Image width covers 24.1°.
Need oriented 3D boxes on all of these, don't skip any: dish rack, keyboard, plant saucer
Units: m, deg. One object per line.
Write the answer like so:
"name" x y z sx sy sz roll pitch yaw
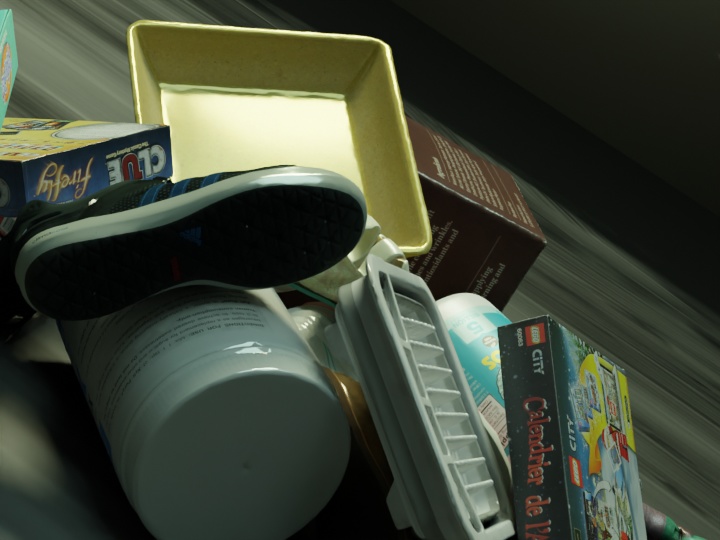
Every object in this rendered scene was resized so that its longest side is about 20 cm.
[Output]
"dish rack" 0.035 0.084 0.978 0.200 0.043 0.173 19 49 -76
"keyboard" -0.204 -0.011 1.043 0.039 0.105 0.200 30 18 6
"plant saucer" -0.064 -0.082 1.187 0.199 0.049 0.201 2 53 -18

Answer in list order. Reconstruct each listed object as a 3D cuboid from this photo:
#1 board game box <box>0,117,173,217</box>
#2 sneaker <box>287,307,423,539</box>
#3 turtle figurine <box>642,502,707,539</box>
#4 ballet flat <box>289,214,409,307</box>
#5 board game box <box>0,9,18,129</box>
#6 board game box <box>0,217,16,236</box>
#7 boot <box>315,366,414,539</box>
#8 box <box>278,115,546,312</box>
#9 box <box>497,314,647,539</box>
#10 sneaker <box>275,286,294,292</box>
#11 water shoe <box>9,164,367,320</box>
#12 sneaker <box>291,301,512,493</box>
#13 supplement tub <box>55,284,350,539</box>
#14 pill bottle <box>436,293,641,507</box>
"board game box" -0.235 -0.067 1.042 0.199 0.035 0.135 5 16 32
"sneaker" -0.006 0.116 1.092 0.200 0.071 0.080 44 36 11
"turtle figurine" 0.277 0.237 1.218 0.199 0.101 0.150 22 18 -12
"ballet flat" 0.000 0.000 1.082 0.067 0.062 0.200 46 6 29
"board game box" -0.323 -0.120 1.065 0.198 0.045 0.152 -5 23 -4
"board game box" -0.221 -0.052 1.269 0.103 0.020 0.200 40 18 22
"boot" 0.013 0.141 0.987 0.075 0.074 0.201 16 40 -38
"box" 0.017 -0.029 1.373 0.199 0.166 0.164 28 17 -15
"box" 0.141 0.144 1.080 0.136 0.037 0.201 32 48 -54
"sneaker" -0.095 0.015 1.197 0.199 0.076 0.116 5 39 -36
"water shoe" -0.096 -0.031 0.934 0.199 0.072 0.079 -10 36 -17
"sneaker" 0.030 0.091 1.198 0.200 0.075 0.105 40 10 4
"supplement tub" -0.098 0.057 0.986 0.131 0.132 0.200 21 20 -32
"pill bottle" 0.113 0.114 1.235 0.110 0.111 0.200 10 27 -51
